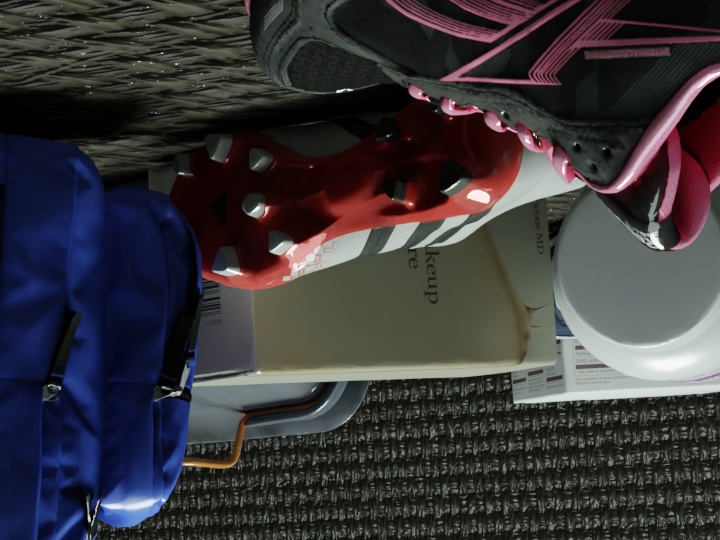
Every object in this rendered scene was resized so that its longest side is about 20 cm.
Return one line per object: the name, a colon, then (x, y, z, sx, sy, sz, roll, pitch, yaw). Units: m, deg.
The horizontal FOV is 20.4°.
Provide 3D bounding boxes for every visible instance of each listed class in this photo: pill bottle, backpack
pill bottle: (0.160, 0.001, 1.029, 0.111, 0.114, 0.200, -5, 174, 17)
backpack: (-0.150, 0.056, 0.768, 0.166, 0.202, 0.163, 8, 171, -7)

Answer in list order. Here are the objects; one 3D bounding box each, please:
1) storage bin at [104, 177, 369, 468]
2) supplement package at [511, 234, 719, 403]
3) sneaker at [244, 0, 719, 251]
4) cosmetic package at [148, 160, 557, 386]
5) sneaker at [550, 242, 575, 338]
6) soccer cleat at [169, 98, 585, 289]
storage bin: (-0.111, 0.024, 1.020, 0.199, 0.147, 0.134, -8, 163, 40)
supplement package: (0.199, 0.034, 1.442, 0.154, 0.112, 0.200, -3, 175, -6)
sneaker: (0.049, -0.051, 0.461, 0.199, 0.097, 0.079, -7, 176, 43)
cosmetic package: (0.000, 0.000, 0.948, 0.199, 0.105, 0.073, -1, 174, -43)
sneaker: (0.146, 0.001, 1.248, 0.108, 0.071, 0.199, -6, 171, -45)
soccer cleat: (0.002, -0.032, 0.806, 0.199, 0.069, 0.085, -15, 165, 42)
